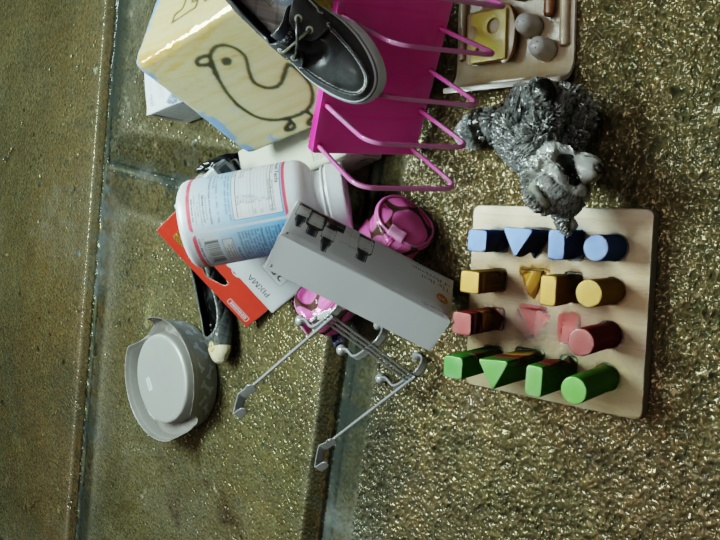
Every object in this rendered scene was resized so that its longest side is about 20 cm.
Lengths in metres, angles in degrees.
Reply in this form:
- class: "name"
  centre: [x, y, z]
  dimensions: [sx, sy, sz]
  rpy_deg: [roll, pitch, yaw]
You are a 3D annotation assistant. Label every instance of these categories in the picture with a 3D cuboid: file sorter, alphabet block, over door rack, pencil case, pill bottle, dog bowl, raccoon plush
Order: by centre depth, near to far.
- class: "raccoon plush"
  centre: [0.163, -0.099, 0.713]
  dimensions: [0.200, 0.096, 0.136]
  rpy_deg: [-16, 58, 67]
- class: "file sorter"
  centre: [0.047, -0.195, 0.733]
  dimensions: [0.126, 0.138, 0.202]
  rpy_deg: [49, 134, 48]
- class: "alphabet block"
  centre: [-0.109, -0.291, 0.840]
  dimensions: [0.198, 0.195, 0.199]
  rpy_deg: [-14, 57, 36]
- class: "pill bottle"
  centre: [-0.112, -0.072, 0.864]
  dimensions: [0.197, 0.109, 0.110]
  rpy_deg: [-10, 85, 4]
- class: "over door rack"
  centre: [-0.039, 0.130, 0.865]
  dimensions: [0.200, 0.147, 0.067]
  rpy_deg: [-46, 22, 16]
- class: "pencil case"
  centre: [0.000, 0.000, 0.868]
  dimensions: [0.091, 0.094, 0.200]
  rpy_deg: [47, 123, 8]
- class: "dog bowl"
  centre: [-0.310, 0.174, 1.172]
  dimensions: [0.199, 0.058, 0.203]
  rpy_deg: [2, 93, 42]

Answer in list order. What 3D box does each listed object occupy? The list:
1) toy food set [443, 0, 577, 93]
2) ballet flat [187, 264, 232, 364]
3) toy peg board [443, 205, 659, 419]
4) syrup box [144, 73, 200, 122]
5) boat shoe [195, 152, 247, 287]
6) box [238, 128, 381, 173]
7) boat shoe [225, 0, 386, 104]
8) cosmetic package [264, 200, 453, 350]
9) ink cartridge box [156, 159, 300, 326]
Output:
- class: "toy food set"
  centre: [0.148, -0.292, 0.746]
  dimensions: [0.142, 0.060, 0.203]
  rpy_deg: [5, 95, 41]
- class: "ballet flat"
  centre: [-0.241, 0.047, 1.105]
  dimensions: [0.066, 0.056, 0.202]
  rpy_deg: [-21, 78, 40]
- class: "toy peg board"
  centre: [0.177, 0.037, 0.713]
  dimensions: [0.198, 0.097, 0.202]
  rpy_deg: [6, 96, 40]
- class: "syrup box"
  centre: [-0.238, -0.287, 1.071]
  dimensions: [0.199, 0.081, 0.080]
  rpy_deg: [-7, 86, 41]
- class: "boat shoe"
  centre: [-0.162, -0.077, 1.030]
  dimensions: [0.074, 0.093, 0.202]
  rpy_deg: [-8, 115, 23]
- class: "box"
  centre: [-0.071, -0.152, 0.940]
  dimensions: [0.199, 0.068, 0.083]
  rpy_deg: [-18, 79, 41]
- class: "boat shoe"
  centre: [-0.063, -0.224, 0.644]
  dimensions: [0.200, 0.066, 0.070]
  rpy_deg: [48, 123, 0]
- class: "cosmetic package"
  centre: [0.003, 0.004, 0.768]
  dimensions: [0.198, 0.083, 0.051]
  rpy_deg: [27, 124, -7]
- class: "ink cartridge box"
  centre: [-0.178, -0.024, 0.984]
  dimensions: [0.173, 0.044, 0.200]
  rpy_deg: [-37, 101, 29]
